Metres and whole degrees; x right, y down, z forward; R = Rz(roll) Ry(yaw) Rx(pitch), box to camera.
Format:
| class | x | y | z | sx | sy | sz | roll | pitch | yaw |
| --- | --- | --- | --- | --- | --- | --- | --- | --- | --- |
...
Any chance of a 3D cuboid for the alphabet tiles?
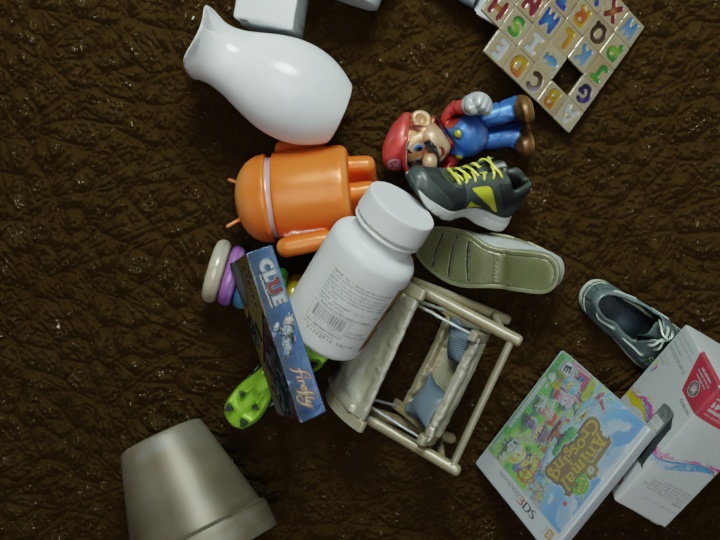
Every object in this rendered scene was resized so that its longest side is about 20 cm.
| class | x | y | z | sx | sy | sz | roll | pitch | yaw |
| --- | --- | --- | --- | --- | --- | --- | --- | --- | --- |
| alphabet tiles | 0.246 | -0.300 | 1.059 | 0.199 | 0.008 | 0.168 | 35 | 92 | -24 |

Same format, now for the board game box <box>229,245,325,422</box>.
| class | x | y | z | sx | sy | sz | roll | pitch | yaw |
| --- | --- | --- | --- | --- | --- | --- | --- | --- | --- |
| board game box | -0.103 | 0.077 | 1.026 | 0.034 | 0.135 | 0.203 | -18 | 91 | -17 |

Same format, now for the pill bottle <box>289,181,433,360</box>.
| class | x | y | z | sx | sy | sz | roll | pitch | yaw |
| --- | --- | --- | --- | --- | --- | --- | --- | --- | --- |
| pill bottle | 0.000 | 0.000 | 1.022 | 0.113 | 0.115 | 0.201 | 32 | 115 | -2 |

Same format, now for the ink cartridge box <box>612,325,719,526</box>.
| class | x | y | z | sx | sy | sz | roll | pitch | yaw |
| --- | --- | --- | --- | --- | --- | --- | --- | --- | --- |
| ink cartridge box | 0.394 | 0.193 | 1.064 | 0.085 | 0.148 | 0.201 | 29 | 114 | -11 |

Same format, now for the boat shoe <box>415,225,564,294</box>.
| class | x | y | z | sx | sy | sz | roll | pitch | yaw |
| --- | --- | --- | --- | --- | --- | --- | --- | --- | --- |
| boat shoe | 0.168 | -0.013 | 1.115 | 0.197 | 0.068 | 0.076 | 17 | 104 | 21 |

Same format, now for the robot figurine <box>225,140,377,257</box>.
| class | x | y | z | sx | sy | sz | roll | pitch | yaw |
| --- | --- | --- | --- | --- | --- | --- | --- | --- | --- |
| robot figurine | -0.076 | -0.099 | 1.093 | 0.196 | 0.117 | 0.146 | -6 | 100 | 2 |

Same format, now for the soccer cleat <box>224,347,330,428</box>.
| class | x | y | z | sx | sy | sz | roll | pitch | yaw |
| --- | --- | --- | --- | --- | --- | --- | --- | --- | --- |
| soccer cleat | -0.104 | 0.134 | 1.139 | 0.200 | 0.081 | 0.068 | -42 | 88 | 10 |

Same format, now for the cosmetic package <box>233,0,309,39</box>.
| class | x | y | z | sx | sy | sz | roll | pitch | yaw |
| --- | --- | --- | --- | --- | --- | --- | --- | --- | --- |
| cosmetic package | -0.096 | -0.398 | 1.054 | 0.080 | 0.113 | 0.203 | 10 | 100 | 1 |

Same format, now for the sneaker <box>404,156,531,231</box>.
| class | x | y | z | sx | sy | sz | roll | pitch | yaw |
| --- | --- | --- | --- | --- | --- | --- | --- | --- | --- |
| sneaker | 0.136 | -0.111 | 1.054 | 0.085 | 0.198 | 0.075 | -50 | 54 | 27 |

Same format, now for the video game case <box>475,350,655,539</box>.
| class | x | y | z | sx | sy | sz | roll | pitch | yaw |
| --- | --- | --- | --- | --- | --- | --- | --- | --- | --- |
| video game case | 0.257 | 0.231 | 1.098 | 0.022 | 0.182 | 0.201 | 30 | 100 | -35 |

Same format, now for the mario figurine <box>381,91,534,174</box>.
| class | x | y | z | sx | sy | sz | roll | pitch | yaw |
| --- | --- | --- | --- | --- | --- | --- | --- | --- | --- |
| mario figurine | 0.125 | -0.157 | 1.080 | 0.197 | 0.106 | 0.126 | -12 | 99 | 2 |

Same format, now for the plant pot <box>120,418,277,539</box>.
| class | x | y | z | sx | sy | sz | roll | pitch | yaw |
| --- | --- | --- | --- | --- | --- | --- | --- | --- | --- |
| plant pot | -0.235 | 0.303 | 1.132 | 0.198 | 0.200 | 0.175 | -28 | 79 | 6 |

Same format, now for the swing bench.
| class | x | y | z | sx | sy | sz | roll | pitch | yaw |
| --- | --- | --- | --- | --- | --- | --- | --- | --- | --- |
| swing bench | 0.076 | 0.120 | 1.108 | 0.197 | 0.130 | 0.201 | 24 | 100 | -1 |

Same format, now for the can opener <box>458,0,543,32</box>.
| class | x | y | z | sx | sy | sz | roll | pitch | yaw |
| --- | --- | --- | --- | --- | --- | --- | --- | --- | --- |
| can opener | 0.144 | -0.359 | 1.079 | 0.198 | 0.066 | 0.053 | 32 | 109 | 5 |

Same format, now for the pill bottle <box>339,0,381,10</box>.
| class | x | y | z | sx | sy | sz | roll | pitch | yaw |
| --- | --- | --- | --- | --- | --- | --- | --- | --- | --- |
| pill bottle | 0.011 | -0.434 | 1.041 | 0.113 | 0.114 | 0.203 | 19 | 98 | 0 |

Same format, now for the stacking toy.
| class | x | y | z | sx | sy | sz | roll | pitch | yaw |
| --- | --- | --- | --- | --- | --- | --- | --- | --- | --- |
| stacking toy | -0.107 | 0.026 | 1.133 | 0.197 | 0.085 | 0.087 | 17 | 98 | -6 |

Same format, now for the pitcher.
| class | x | y | z | sx | sy | sz | roll | pitch | yaw |
| --- | --- | --- | --- | --- | --- | --- | --- | --- | --- |
| pitcher | -0.120 | -0.237 | 1.063 | 0.198 | 0.171 | 0.123 | 23 | 89 | -14 |

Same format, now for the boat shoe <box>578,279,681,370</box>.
| class | x | y | z | sx | sy | sz | roll | pitch | yaw |
| --- | --- | --- | --- | --- | --- | --- | --- | --- | --- |
| boat shoe | 0.377 | 0.086 | 1.122 | 0.199 | 0.062 | 0.073 | 37 | 95 | -4 |
